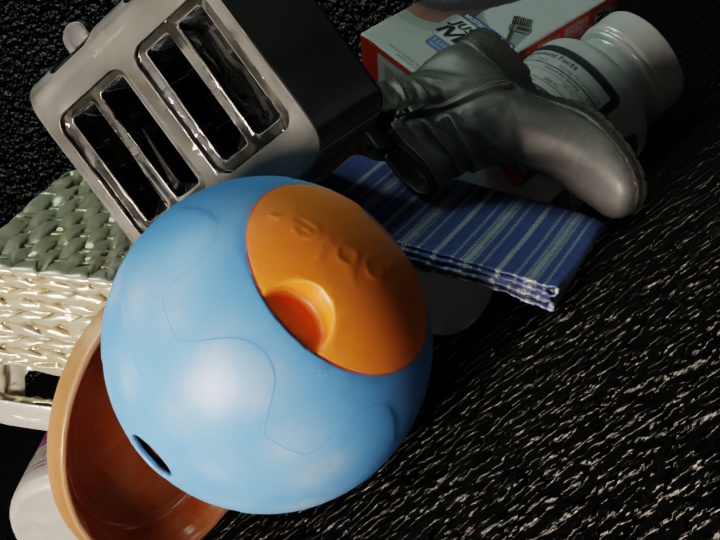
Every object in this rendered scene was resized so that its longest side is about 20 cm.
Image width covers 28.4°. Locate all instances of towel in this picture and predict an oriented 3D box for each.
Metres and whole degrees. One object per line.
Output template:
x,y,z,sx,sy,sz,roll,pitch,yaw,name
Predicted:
0.057,-0.029,0.974,0.145,0.199,0.024,-45,-32,-59,towel

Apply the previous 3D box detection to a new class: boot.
0.093,-0.081,1.002,0.131,0.200,0.070,-30,-35,-28,boot

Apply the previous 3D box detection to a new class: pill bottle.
-0.183,0.133,1.093,0.112,0.112,0.201,-32,23,31,pill bottle
0.015,-0.012,1.093,0.112,0.113,0.200,-39,25,-17,pill bottle
0.157,-0.113,1.131,0.200,0.120,0.119,-39,8,-16,pill bottle

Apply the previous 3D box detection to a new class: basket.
-0.196,0.016,1.048,0.134,0.124,0.200,6,26,12,basket

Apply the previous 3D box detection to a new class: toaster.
-0.102,-0.114,0.970,0.180,0.201,0.119,-33,6,32,toaster

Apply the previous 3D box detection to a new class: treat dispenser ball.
-0.056,0.044,0.859,0.200,0.201,0.201,-36,8,6,treat dispenser ball

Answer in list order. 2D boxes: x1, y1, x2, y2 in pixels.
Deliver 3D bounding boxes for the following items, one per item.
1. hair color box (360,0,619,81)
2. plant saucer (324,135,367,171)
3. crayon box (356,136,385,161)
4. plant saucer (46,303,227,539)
0.111,-0.195,1.205,0.199,0.111,0.064,-32,-37,-24,hair color box
-0.066,-0.072,1.183,0.200,0.035,0.201,-45,-26,-29,plant saucer
0.067,-0.168,1.301,0.126,0.051,0.200,-10,32,50,crayon box
-0.135,0.097,0.964,0.032,0.201,0.200,13,41,36,plant saucer
